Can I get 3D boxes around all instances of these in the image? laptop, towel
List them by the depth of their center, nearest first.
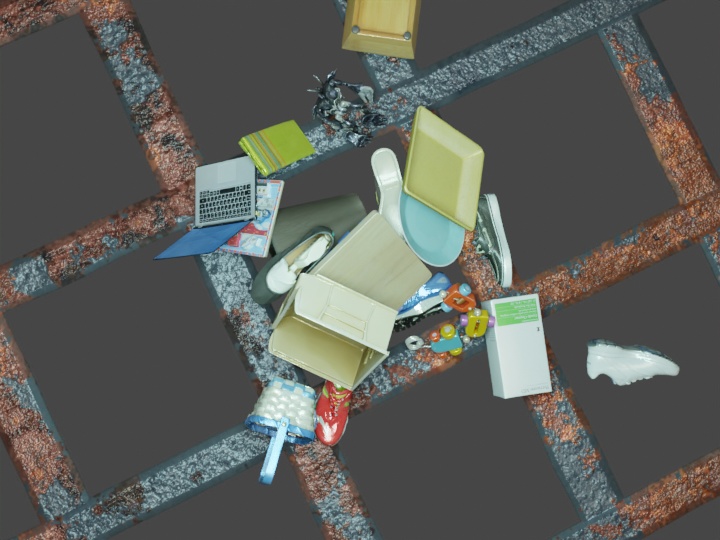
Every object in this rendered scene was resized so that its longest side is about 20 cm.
[{"bbox_3d":[-0.304,-0.123,1.617,0.186,0.115,0.202,-4,85,40],"label":"laptop"},{"bbox_3d":[-0.164,-0.247,1.660,0.018,0.200,0.086,-33,93,33],"label":"towel"}]

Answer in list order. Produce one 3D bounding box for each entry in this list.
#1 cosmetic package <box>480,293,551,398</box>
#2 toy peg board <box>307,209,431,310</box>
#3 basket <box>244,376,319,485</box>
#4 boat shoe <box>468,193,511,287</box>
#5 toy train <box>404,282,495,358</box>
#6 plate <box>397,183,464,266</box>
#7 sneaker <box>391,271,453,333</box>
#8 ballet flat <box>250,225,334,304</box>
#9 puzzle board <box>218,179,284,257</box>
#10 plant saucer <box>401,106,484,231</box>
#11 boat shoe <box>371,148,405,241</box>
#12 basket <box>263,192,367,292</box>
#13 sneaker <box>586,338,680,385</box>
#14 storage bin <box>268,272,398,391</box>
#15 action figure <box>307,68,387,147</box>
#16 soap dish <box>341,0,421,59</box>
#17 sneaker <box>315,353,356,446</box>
[{"bbox_3d":[0.320,0.155,1.707,0.107,0.085,0.202,-9,86,-8],"label":"cosmetic package"},{"bbox_3d":[0.000,0.000,1.636,0.200,0.098,0.199,-44,124,0],"label":"toy peg board"},{"bbox_3d":[-0.159,0.318,1.617,0.138,0.176,0.202,22,74,-6],"label":"basket"},{"bbox_3d":[0.267,-0.059,1.728,0.063,0.071,0.202,-11,79,-5],"label":"boat shoe"},{"bbox_3d":[0.182,0.095,1.668,0.149,0.200,0.056,22,41,-22],"label":"toy train"},{"bbox_3d":[0.141,-0.104,1.695,0.199,0.025,0.202,13,70,-40],"label":"plate"},{"bbox_3d":[0.098,0.063,1.710,0.199,0.079,0.090,-23,66,1],"label":"sneaker"},{"bbox_3d":[-0.126,-0.012,1.552,0.200,0.068,0.068,-45,108,-10],"label":"ballet flat"},{"bbox_3d":[-0.237,-0.109,1.648,0.017,0.199,0.152,17,84,-46],"label":"puzzle board"},{"bbox_3d":[0.160,-0.200,1.685,0.199,0.048,0.202,27,62,-33],"label":"plant saucer"},{"bbox_3d":[0.066,-0.150,1.718,0.071,0.060,0.202,-13,86,6],"label":"boat shoe"},{"bbox_3d":[-0.086,-0.072,1.670,0.198,0.136,0.181,-21,61,-11],"label":"basket"},{"bbox_3d":[0.567,0.199,1.737,0.198,0.075,0.088,9,98,3],"label":"sneaker"},{"bbox_3d":[-0.058,0.115,1.549,0.197,0.200,0.094,25,58,-8],"label":"storage bin"},{"bbox_3d":[-0.030,-0.331,1.706,0.200,0.102,0.119,50,117,37],"label":"action figure"},{"bbox_3d":[0.050,-0.556,1.735,0.156,0.081,0.202,7,87,-4],"label":"soap dish"},{"bbox_3d":[-0.051,0.255,1.673,0.076,0.085,0.202,13,85,-2],"label":"sneaker"}]
